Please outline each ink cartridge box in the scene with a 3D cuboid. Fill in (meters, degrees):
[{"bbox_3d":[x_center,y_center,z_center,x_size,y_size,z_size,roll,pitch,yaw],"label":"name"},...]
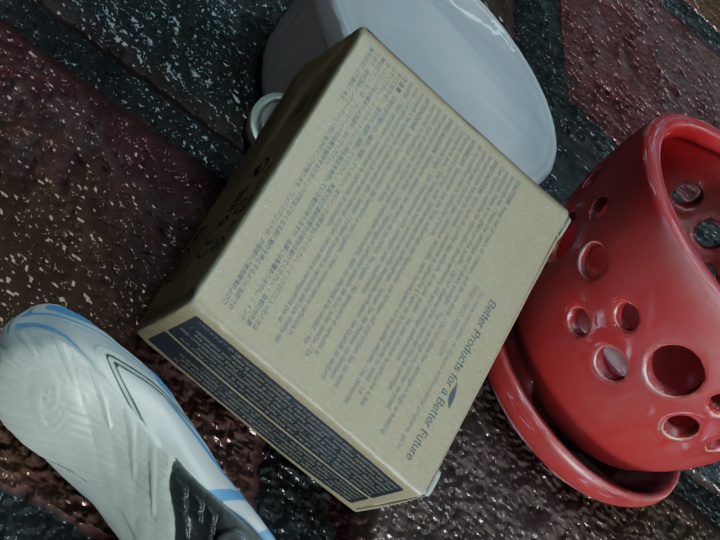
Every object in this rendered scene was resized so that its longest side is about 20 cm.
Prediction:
[{"bbox_3d":[0.000,0.000,1.026,0.165,0.075,0.201,42,57,-17],"label":"ink cartridge box"}]

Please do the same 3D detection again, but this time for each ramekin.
[{"bbox_3d":[0.025,-0.110,1.224,0.202,0.094,0.204,33,36,-27],"label":"ramekin"}]

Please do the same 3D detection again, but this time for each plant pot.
[{"bbox_3d":[0.184,0.031,1.199,0.200,0.182,0.202,33,36,-28],"label":"plant pot"}]

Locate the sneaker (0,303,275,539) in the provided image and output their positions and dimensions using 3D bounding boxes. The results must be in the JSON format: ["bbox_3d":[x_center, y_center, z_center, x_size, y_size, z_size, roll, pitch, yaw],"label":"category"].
[{"bbox_3d":[-0.092,0.096,0.883,0.200,0.072,0.073,51,22,-8],"label":"sneaker"}]

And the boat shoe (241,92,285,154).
[{"bbox_3d":[-0.001,-0.018,1.115,0.200,0.062,0.075,42,57,-14],"label":"boat shoe"}]
